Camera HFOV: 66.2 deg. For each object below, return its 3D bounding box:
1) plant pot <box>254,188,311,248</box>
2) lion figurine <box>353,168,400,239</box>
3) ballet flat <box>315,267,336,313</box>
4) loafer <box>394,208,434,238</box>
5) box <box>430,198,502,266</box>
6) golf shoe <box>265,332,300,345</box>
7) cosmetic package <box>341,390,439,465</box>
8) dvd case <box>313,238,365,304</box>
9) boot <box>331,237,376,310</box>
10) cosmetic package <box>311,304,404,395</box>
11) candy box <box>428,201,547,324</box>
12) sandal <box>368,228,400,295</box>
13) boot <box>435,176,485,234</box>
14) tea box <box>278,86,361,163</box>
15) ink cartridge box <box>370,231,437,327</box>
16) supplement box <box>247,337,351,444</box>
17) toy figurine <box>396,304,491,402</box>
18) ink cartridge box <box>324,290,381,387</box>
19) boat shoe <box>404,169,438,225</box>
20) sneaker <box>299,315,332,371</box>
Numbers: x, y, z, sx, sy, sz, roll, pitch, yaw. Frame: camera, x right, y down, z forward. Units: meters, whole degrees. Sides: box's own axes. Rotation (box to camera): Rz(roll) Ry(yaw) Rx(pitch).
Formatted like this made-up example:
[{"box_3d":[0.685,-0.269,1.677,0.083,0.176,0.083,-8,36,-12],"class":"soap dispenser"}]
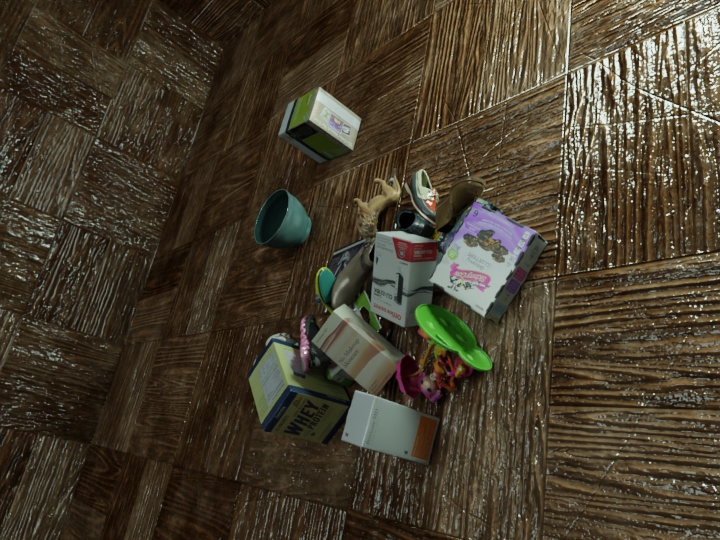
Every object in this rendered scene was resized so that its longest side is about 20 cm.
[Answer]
[{"box_3d":[-0.253,-0.158,1.893,0.199,0.133,0.203,-29,48,39],"class":"plant pot"},{"box_3d":[0.055,-0.190,1.581,0.200,0.072,0.123,-47,46,15],"class":"lion figurine"},{"box_3d":[-0.084,0.070,1.491,0.067,0.201,0.067,15,54,44],"class":"ballet flat"},{"box_3d":[0.126,-0.127,1.416,0.068,0.070,0.201,-52,23,6],"class":"loafer"},{"box_3d":[0.232,-0.082,1.313,0.202,0.040,0.137,-59,35,6],"class":"box"},{"box_3d":[-0.248,0.223,1.692,0.199,0.087,0.078,0,70,53],"class":"golf shoe"},{"box_3d":[0.066,0.324,1.133,0.071,0.199,0.103,0,69,51],"class":"cosmetic package"},{"box_3d":[-0.054,0.000,1.602,0.148,0.016,0.202,-22,38,44],"class":"dvd case"},{"box_3d":[0.000,0.000,1.410,0.146,0.070,0.202,-38,24,57],"class":"boot"},{"box_3d":[-0.003,0.187,1.307,0.199,0.087,0.104,39,106,9],"class":"cosmetic package"},{"box_3d":[0.267,-0.018,1.173,0.167,0.071,0.202,35,97,40],"class":"candy box"},{"box_3d":[0.064,-0.027,1.474,0.081,0.054,0.202,13,73,53],"class":"sandal"},{"box_3d":[0.220,-0.141,1.234,0.200,0.073,0.076,127,157,-66],"class":"boot"},{"box_3d":[-0.139,-0.493,1.901,0.195,0.199,0.135,-5,64,49],"class":"tea box"},{"box_3d":[0.100,0.018,1.315,0.144,0.083,0.203,21,111,53],"class":"ink cartridge box"},{"box_3d":[-0.159,0.310,1.424,0.135,0.199,0.200,-55,36,17],"class":"supplement box"},{"box_3d":[0.158,0.207,1.186,0.200,0.149,0.185,44,120,28],"class":"toy figurine"},{"box_3d":[-0.012,0.178,1.433,0.200,0.075,0.149,-46,39,18],"class":"ink cartridge box"},{"box_3d":[0.171,-0.192,1.439,0.063,0.071,0.201,-44,36,20],"class":"boat shoe"},{"box_3d":[-0.109,0.185,1.433,0.201,0.094,0.080,-100,3,-59],"class":"sneaker"}]
